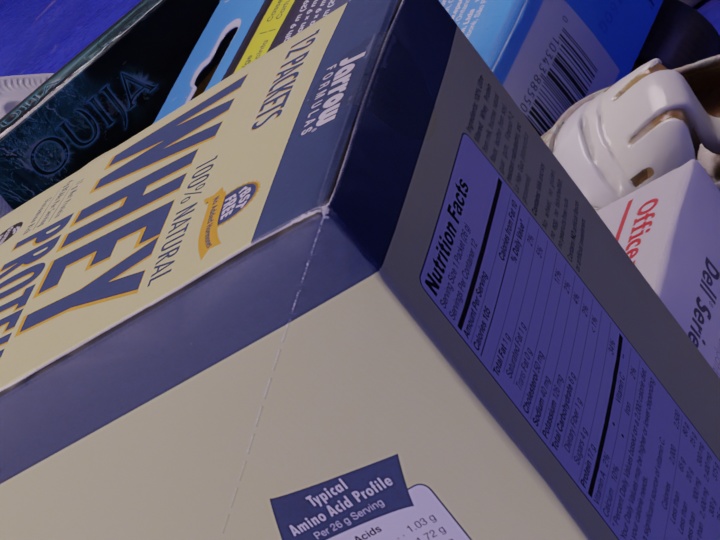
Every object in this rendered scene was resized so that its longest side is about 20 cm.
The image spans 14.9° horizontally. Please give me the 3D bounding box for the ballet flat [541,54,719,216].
[{"bbox_3d":[0.122,-0.054,0.900,0.200,0.062,0.068,-22,52,5],"label":"ballet flat"}]

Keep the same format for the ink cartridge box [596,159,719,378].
[{"bbox_3d":[0.066,0.040,0.853,0.200,0.067,0.117,-28,21,27],"label":"ink cartridge box"}]

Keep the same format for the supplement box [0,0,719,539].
[{"bbox_3d":[-0.016,0.068,0.736,0.200,0.200,0.134,-29,21,24],"label":"supplement box"}]

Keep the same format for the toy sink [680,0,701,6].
[{"bbox_3d":[0.106,-0.182,1.196,0.200,0.130,0.112,-36,19,9],"label":"toy sink"}]

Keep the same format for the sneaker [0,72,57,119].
[{"bbox_3d":[-0.108,-0.017,1.286,0.200,0.147,0.081,-2,38,-25],"label":"sneaker"}]

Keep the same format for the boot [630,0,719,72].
[{"bbox_3d":[0.037,-0.005,1.059,0.188,0.068,0.200,-4,47,49],"label":"boot"}]

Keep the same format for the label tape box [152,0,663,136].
[{"bbox_3d":[0.011,-0.072,1.046,0.200,0.066,0.143,-13,41,46],"label":"label tape box"}]

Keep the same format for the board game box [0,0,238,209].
[{"bbox_3d":[-0.060,-0.062,1.212,0.200,0.135,0.028,-40,20,-8],"label":"board game box"}]

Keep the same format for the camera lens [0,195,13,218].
[{"bbox_3d":[-0.179,0.049,1.071,0.160,0.200,0.160,-33,19,13],"label":"camera lens"}]
